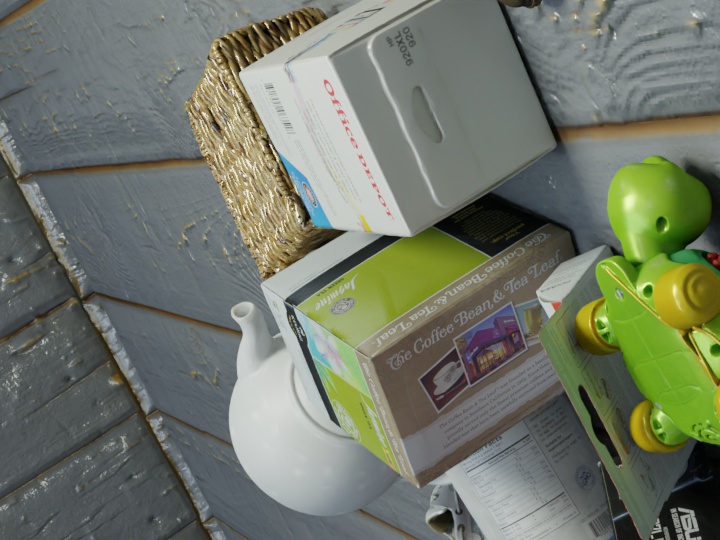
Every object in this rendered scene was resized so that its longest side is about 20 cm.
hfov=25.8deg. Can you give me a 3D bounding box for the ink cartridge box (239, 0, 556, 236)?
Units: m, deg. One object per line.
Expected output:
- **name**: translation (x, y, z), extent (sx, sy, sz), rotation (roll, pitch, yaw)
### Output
- **ink cartridge box**: translation (0.025, -0.126, 1.218), extent (0.149, 0.144, 0.200), rotation (63, 162, -15)

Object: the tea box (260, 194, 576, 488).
- **tea box**: translation (0.059, 0.043, 1.303), extent (0.196, 0.199, 0.135), rotation (31, 147, 57)

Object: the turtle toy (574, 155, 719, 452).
- **turtle toy**: translation (0.214, 0.024, 1.017), extent (0.202, 0.100, 0.146), rotation (61, 156, 0)

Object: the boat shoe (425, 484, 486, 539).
- **boat shoe**: translation (0.100, 0.248, 1.646), extent (0.071, 0.068, 0.201), rotation (82, 174, -46)

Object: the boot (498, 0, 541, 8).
- **boot**: translation (0.037, -0.230, 1.102), extent (0.200, 0.096, 0.075), rotation (48, 159, 32)

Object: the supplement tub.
- **supplement tub**: translation (0.153, 0.184, 1.386), extent (0.201, 0.131, 0.132), rotation (58, 162, 5)

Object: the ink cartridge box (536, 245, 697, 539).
- **ink cartridge box**: translation (0.172, 0.086, 1.120), extent (0.057, 0.200, 0.164), rotation (-25, 97, 32)

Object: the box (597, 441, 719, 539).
- **box**: translation (0.247, 0.256, 1.179), extent (0.201, 0.085, 0.165), rotation (-91, -15, -58)

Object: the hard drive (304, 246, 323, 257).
- **hard drive**: translation (0.000, 0.000, 1.487), extent (0.200, 0.130, 0.027), rotation (115, 132, -72)

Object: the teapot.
- **teapot**: translation (-0.021, 0.129, 1.496), extent (0.146, 0.198, 0.199), rotation (-52, 52, 52)

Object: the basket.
- **basket**: translation (-0.053, -0.118, 1.435), extent (0.202, 0.141, 0.149), rotation (63, 157, 11)
